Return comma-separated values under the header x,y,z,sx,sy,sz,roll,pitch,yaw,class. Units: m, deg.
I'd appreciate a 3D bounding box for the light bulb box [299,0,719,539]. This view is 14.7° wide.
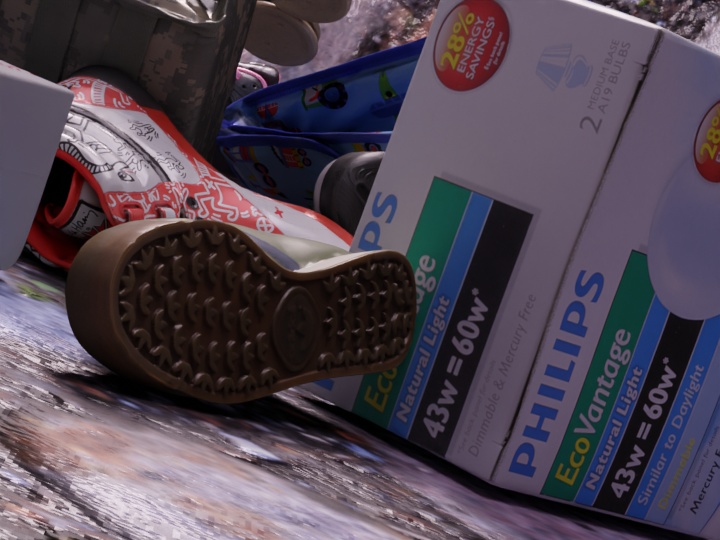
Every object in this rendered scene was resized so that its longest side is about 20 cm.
x,y,z,sx,sy,sz,roll,pitch,yaw,class
0.110,-0.002,1.198,0.200,0.198,0.125,17,5,-45,light bulb box

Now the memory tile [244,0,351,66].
x,y,z,sx,sy,sz,roll,pitch,yaw,class
-0.059,-0.179,1.383,0.153,0.017,0.200,29,-30,-11,memory tile

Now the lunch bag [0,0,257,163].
x,y,z,sx,sy,sz,roll,pitch,yaw,class
-0.163,-0.119,1.385,0.200,0.164,0.118,22,40,3,lunch bag

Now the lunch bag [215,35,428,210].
x,y,z,sx,sy,sz,roll,pitch,yaw,class
0.024,-0.043,1.494,0.200,0.094,0.151,-7,-44,38,lunch bag

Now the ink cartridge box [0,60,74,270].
x,y,z,sx,sy,sz,roll,pitch,yaw,class
-0.236,-0.077,1.123,0.200,0.083,0.147,24,5,19,ink cartridge box

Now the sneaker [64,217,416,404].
x,y,z,sx,sy,sz,roll,pitch,yaw,class
-0.066,0.014,1.074,0.090,0.067,0.200,4,1,34,sneaker

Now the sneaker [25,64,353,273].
x,y,z,sx,sy,sz,roll,pitch,yaw,class
-0.079,-0.008,1.278,0.201,0.067,0.108,38,29,1,sneaker

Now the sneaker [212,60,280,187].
x,y,z,sx,sy,sz,roll,pitch,yaw,class
-0.096,-0.098,1.562,0.200,0.095,0.079,53,-2,-21,sneaker

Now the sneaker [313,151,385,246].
x,y,z,sx,sy,sz,roll,pitch,yaw,class
0.000,0.001,1.409,0.115,0.076,0.201,13,-22,34,sneaker
